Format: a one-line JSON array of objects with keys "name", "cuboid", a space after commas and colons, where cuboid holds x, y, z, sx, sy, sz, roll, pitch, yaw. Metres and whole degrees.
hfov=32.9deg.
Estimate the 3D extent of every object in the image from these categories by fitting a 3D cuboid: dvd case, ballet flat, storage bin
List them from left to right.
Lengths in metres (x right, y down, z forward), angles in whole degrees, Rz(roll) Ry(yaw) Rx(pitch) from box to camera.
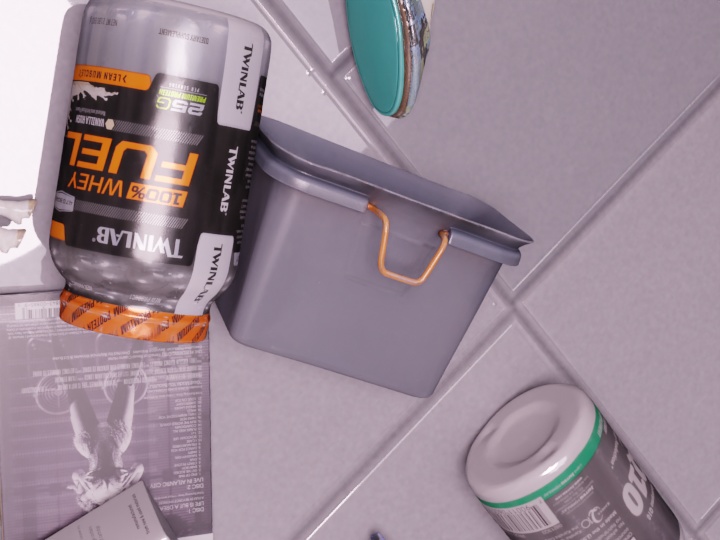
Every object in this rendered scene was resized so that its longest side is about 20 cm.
[{"name": "dvd case", "cuboid": [-0.175, 0.112, 0.841, 0.146, 0.016, 0.204, -4, 99, -21]}, {"name": "storage bin", "cuboid": [0.000, 0.000, 0.830, 0.197, 0.146, 0.136, 17, 103, -22]}, {"name": "ballet flat", "cuboid": [0.020, -0.209, 0.836, 0.073, 0.074, 0.203, -20, 108, -16]}]

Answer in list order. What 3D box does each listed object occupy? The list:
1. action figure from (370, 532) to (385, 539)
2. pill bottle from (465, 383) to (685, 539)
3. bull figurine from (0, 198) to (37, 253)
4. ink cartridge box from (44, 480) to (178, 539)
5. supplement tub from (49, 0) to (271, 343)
[{"name": "action figure", "cuboid": [0.042, 0.303, 0.930, 0.192, 0.105, 0.201, -34, 84, -19]}, {"name": "pill bottle", "cuboid": [0.177, 0.195, 0.932, 0.113, 0.113, 0.201, -41, 110, -9]}, {"name": "bull figurine", "cuboid": [-0.276, -0.026, 0.754, 0.120, 0.065, 0.202, 27, 90, -19]}, {"name": "ink cartridge box", "cuboid": [-0.192, 0.262, 0.811, 0.198, 0.084, 0.148, -31, 116, -10]}, {"name": "supplement tub", "cuboid": [-0.128, -0.062, 0.769, 0.121, 0.122, 0.204, 8, 93, -21]}]
